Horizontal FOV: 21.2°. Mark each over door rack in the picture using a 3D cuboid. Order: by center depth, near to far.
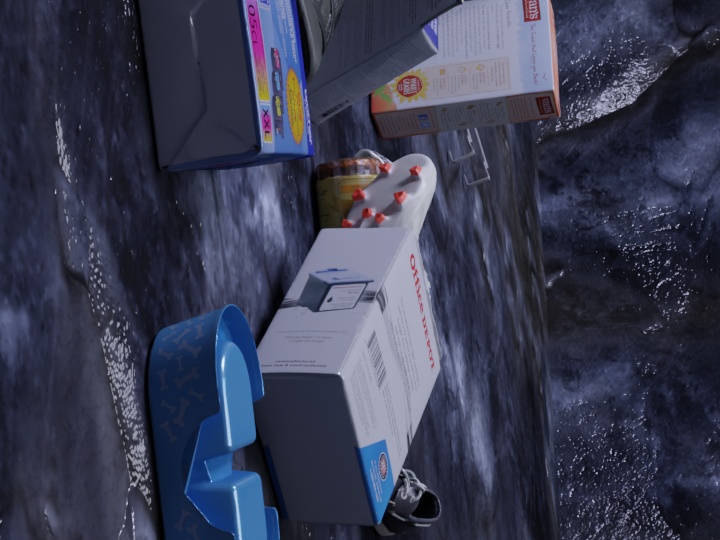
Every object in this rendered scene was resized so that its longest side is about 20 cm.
[{"bbox_3d":[0.159,-0.231,2.680,0.148,0.066,0.201,44,40,-72],"label":"over door rack"}]

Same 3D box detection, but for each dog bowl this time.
[{"bbox_3d":[-0.093,0.123,1.216,0.111,0.049,0.201,-6,90,-79],"label":"dog bowl"}]

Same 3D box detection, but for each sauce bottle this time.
[{"bbox_3d":[0.000,0.000,1.725,0.066,0.066,0.201,5,77,-79],"label":"sauce bottle"}]

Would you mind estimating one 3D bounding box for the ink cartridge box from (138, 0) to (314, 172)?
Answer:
[{"bbox_3d":[-0.087,-0.141,1.340,0.200,0.076,0.137,-20,103,-80],"label":"ink cartridge box"}]

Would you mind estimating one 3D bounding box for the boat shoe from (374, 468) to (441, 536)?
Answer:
[{"bbox_3d":[0.030,0.194,1.769,0.200,0.063,0.073,61,25,-63],"label":"boat shoe"}]

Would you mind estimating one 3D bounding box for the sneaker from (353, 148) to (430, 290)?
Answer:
[{"bbox_3d":[0.018,-0.021,1.853,0.081,0.076,0.200,49,30,-51],"label":"sneaker"}]

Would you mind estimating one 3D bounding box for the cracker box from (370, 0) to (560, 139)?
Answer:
[{"bbox_3d":[0.113,-0.222,2.082,0.058,0.199,0.134,65,21,-57],"label":"cracker box"}]

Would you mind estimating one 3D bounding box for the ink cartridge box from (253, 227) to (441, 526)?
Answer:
[{"bbox_3d":[-0.008,0.079,1.502,0.200,0.086,0.147,-66,149,-52],"label":"ink cartridge box"}]

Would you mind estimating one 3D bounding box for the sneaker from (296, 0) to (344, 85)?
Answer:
[{"bbox_3d":[-0.060,-0.252,1.549,0.114,0.076,0.200,-67,152,-72],"label":"sneaker"}]

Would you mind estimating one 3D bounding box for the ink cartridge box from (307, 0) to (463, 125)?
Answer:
[{"bbox_3d":[0.024,-0.250,1.674,0.041,0.200,0.200,32,45,-35],"label":"ink cartridge box"}]

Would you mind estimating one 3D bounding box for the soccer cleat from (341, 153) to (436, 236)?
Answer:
[{"bbox_3d":[0.015,-0.010,1.669,0.078,0.069,0.200,47,61,-41],"label":"soccer cleat"}]
